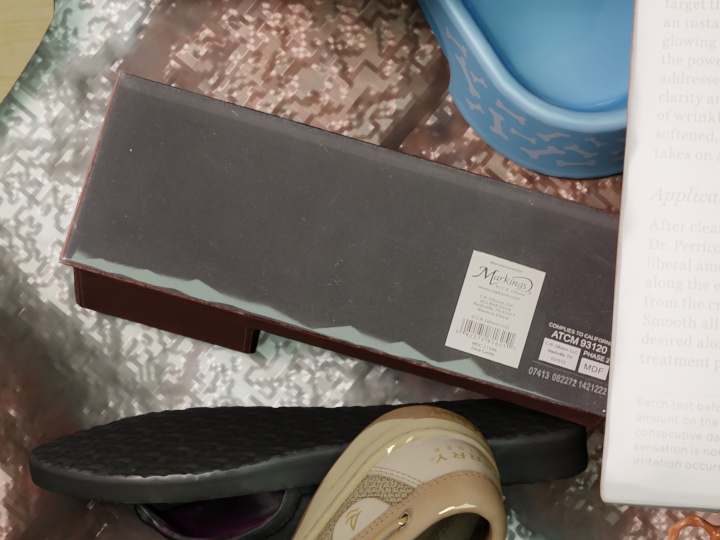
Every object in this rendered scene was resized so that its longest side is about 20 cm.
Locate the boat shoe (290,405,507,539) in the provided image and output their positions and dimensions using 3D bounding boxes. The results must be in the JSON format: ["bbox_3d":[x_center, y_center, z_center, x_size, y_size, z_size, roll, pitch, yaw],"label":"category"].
[{"bbox_3d":[-0.015,0.141,0.947,0.071,0.065,0.201,20,111,-22],"label":"boat shoe"}]

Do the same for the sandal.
[{"bbox_3d":[-0.018,0.078,0.984,0.199,0.075,0.048,-2,102,-2],"label":"sandal"}]

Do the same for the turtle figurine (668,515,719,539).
[{"bbox_3d":[0.187,0.060,0.993,0.161,0.064,0.201,15,87,16],"label":"turtle figurine"}]

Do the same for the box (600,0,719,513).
[{"bbox_3d":[0.147,-0.019,0.899,0.106,0.152,0.201,3,84,16],"label":"box"}]

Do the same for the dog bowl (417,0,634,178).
[{"bbox_3d":[0.059,-0.130,1.016,0.111,0.050,0.200,-33,87,-5],"label":"dog bowl"}]

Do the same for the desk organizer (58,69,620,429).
[{"bbox_3d":[0.000,0.000,0.983,0.199,0.077,0.072,16,76,0],"label":"desk organizer"}]

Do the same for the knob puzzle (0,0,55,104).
[{"bbox_3d":[-0.209,-0.097,0.986,0.219,0.030,0.221,-6,113,-16],"label":"knob puzzle"}]
